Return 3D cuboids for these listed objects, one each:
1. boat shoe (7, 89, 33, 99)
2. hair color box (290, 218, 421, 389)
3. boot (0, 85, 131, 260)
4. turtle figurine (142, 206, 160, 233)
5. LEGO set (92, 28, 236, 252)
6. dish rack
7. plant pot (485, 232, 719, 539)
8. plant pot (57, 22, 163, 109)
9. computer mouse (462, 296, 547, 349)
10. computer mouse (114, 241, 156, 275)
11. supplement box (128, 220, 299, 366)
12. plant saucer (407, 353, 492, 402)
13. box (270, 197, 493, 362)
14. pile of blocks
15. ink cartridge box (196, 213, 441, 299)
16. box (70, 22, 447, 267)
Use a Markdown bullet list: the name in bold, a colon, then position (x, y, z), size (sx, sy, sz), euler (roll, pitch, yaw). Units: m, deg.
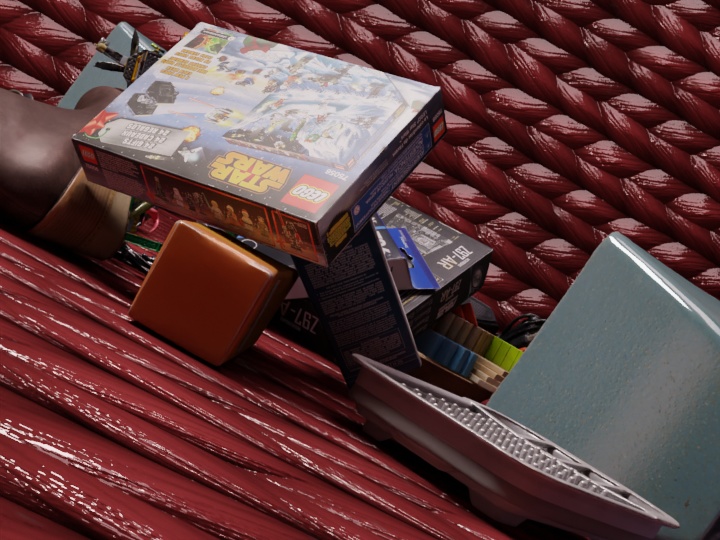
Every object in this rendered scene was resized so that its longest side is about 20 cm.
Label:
- **boat shoe**: position (-0.370, -0.161, 1.599), size (0.199, 0.066, 0.070), euler (28, 1, -26)
- **hair color box**: position (-0.015, -0.013, 1.029), size (0.200, 0.060, 0.100), euler (70, 0, -51)
- **boot**: position (-0.228, -0.106, 1.005), size (0.166, 0.072, 0.200), euler (35, 25, -27)
- **turtle figurine**: position (-0.227, -0.095, 1.423), size (0.150, 0.101, 0.200), euler (43, -16, -8)
- **LEGO set**: position (-0.149, -0.087, 1.177), size (0.153, 0.201, 0.116), euler (9, 2, -17)
- **dish rack**: position (0.089, 0.121, 0.912), size (0.171, 0.044, 0.200), euler (31, 2, 41)
- **plant pot**: position (0.249, 0.125, 1.128), size (0.196, 0.196, 0.200), euler (27, 10, -45)
- **plant pot**: position (-0.306, -0.211, 2.170), size (0.200, 0.196, 0.196), euler (39, 3, 13)
- **computer mouse**: position (0.078, 0.047, 1.435), size (0.199, 0.053, 0.138), euler (30, -27, -21)
- **computer mouse**: position (-0.200, -0.035, 1.064), size (0.199, 0.034, 0.059), euler (28, 0, -28)
- **supplement box**: position (-0.087, 0.012, 0.922), size (0.066, 0.069, 0.200), euler (29, 3, 2)
- **plant saucer**: position (0.036, 0.083, 1.410), size (0.200, 0.036, 0.200), euler (29, 1, -1)
- **box**: position (0.000, 0.000, 1.315), size (0.160, 0.044, 0.200), euler (28, 38, 23)
- **pile of blocks**: position (0.102, 0.066, 1.359), size (0.199, 0.062, 0.082), euler (28, 1, -22)
- **ink cartridge box**: position (-0.034, -0.019, 1.260), size (0.199, 0.039, 0.100), euler (-4, 36, -22)
- **box**: position (-0.064, -0.085, 0.931), size (0.199, 0.137, 0.040), euler (20, -38, 31)
